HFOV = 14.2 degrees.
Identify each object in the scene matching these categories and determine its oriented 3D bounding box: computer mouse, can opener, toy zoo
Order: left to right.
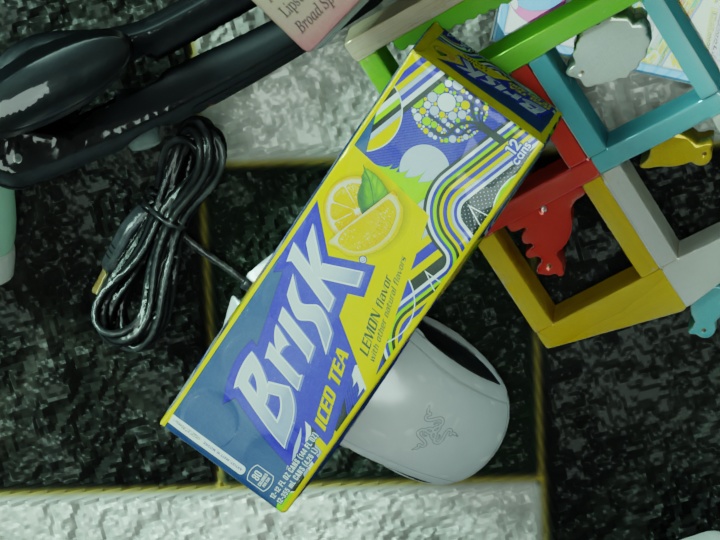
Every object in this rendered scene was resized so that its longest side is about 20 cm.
[{"bbox_3d":[-0.078,-0.091,1.242,0.199,0.079,0.064,-23,108,-14],"label":"can opener"},{"bbox_3d":[-0.021,0.027,1.283,0.199,0.044,0.110,32,102,-2],"label":"computer mouse"},{"bbox_3d":[0.100,-0.050,1.244,0.131,0.020,0.201,-27,110,20],"label":"toy zoo"}]

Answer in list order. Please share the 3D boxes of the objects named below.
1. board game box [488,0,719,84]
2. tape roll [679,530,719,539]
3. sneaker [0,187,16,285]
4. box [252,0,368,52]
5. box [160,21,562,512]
[{"bbox_3d":[0.140,-0.183,1.230,0.133,0.034,0.201,13,103,2],"label":"board game box"},{"bbox_3d":[0.148,0.215,1.226,0.070,0.202,0.204,-17,101,-8],"label":"tape roll"},{"bbox_3d":[-0.250,-0.055,1.263,0.199,0.074,0.119,0,109,-9],"label":"sneaker"},{"bbox_3d":[-0.038,-0.212,1.174,0.200,0.109,0.128,43,142,-5],"label":"box"},{"bbox_3d":[0.000,0.000,1.217,0.070,0.064,0.201,35,109,2],"label":"box"}]
